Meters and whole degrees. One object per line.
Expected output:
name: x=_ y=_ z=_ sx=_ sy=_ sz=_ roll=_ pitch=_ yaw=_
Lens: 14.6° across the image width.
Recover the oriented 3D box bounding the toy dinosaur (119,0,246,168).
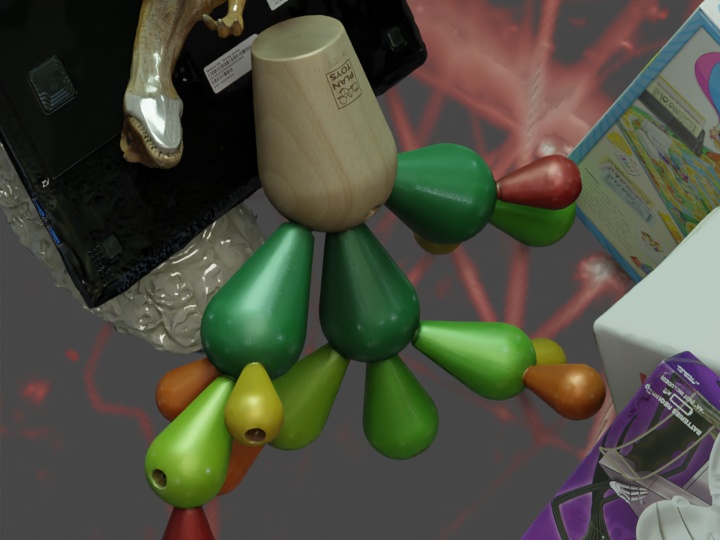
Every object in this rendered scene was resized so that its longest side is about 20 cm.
toy dinosaur: x=-0.039 y=-0.128 z=0.900 sx=0.060 sy=0.106 sz=0.200 roll=27 pitch=66 yaw=3

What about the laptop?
laptop: x=-0.101 y=-0.113 z=0.944 sx=0.177 sy=0.103 sz=0.200 roll=-39 pitch=111 yaw=-36

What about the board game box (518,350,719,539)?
board game box: x=0.131 y=0.134 z=0.829 sx=0.200 sy=0.032 sz=0.120 roll=42 pitch=115 yaw=15

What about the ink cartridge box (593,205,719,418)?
ink cartridge box: x=0.181 y=0.074 z=0.872 sx=0.083 sy=0.200 sz=0.146 roll=-39 pitch=127 yaw=-30

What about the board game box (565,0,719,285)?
board game box: x=0.163 y=0.007 z=0.945 sx=0.034 sy=0.134 sz=0.200 roll=-39 pitch=84 yaw=-29

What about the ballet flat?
ballet flat: x=-0.104 y=-0.051 z=0.956 sx=0.072 sy=0.072 sz=0.200 roll=-43 pitch=86 yaw=-17

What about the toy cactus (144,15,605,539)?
toy cactus: x=0.000 y=0.000 z=0.920 sx=0.200 sy=0.102 sz=0.165 roll=-29 pitch=123 yaw=-23
